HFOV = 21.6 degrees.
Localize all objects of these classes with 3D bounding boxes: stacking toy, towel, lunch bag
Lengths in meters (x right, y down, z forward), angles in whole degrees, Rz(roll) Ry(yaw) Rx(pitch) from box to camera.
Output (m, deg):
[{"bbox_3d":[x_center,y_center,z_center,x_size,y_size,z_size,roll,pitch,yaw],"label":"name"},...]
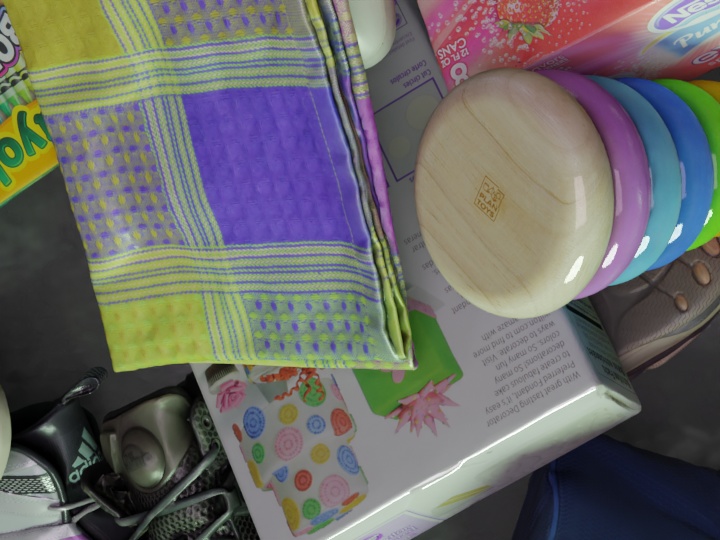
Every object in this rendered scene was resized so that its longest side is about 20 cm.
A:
[{"bbox_3d":[0.118,-0.037,0.694,0.085,0.200,0.086,13,107,48],"label":"stacking toy"},{"bbox_3d":[-0.060,-0.052,0.677,0.143,0.023,0.200,0,115,31],"label":"towel"},{"bbox_3d":[0.120,0.158,0.748,0.132,0.200,0.136,15,109,2],"label":"lunch bag"}]

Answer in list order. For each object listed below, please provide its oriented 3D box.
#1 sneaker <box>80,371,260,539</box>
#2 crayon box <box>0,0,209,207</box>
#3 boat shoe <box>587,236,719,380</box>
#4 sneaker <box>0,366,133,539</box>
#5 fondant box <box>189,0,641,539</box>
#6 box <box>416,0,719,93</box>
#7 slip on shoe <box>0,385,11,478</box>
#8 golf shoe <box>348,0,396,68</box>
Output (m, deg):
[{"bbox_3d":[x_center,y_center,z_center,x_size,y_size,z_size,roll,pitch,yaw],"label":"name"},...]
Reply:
[{"bbox_3d":[-0.060,0.121,0.753,0.076,0.200,0.114,-31,133,25],"label":"sneaker"},{"bbox_3d":[-0.139,-0.100,0.751,0.200,0.058,0.119,-29,98,39],"label":"crayon box"},{"bbox_3d":[0.068,0.041,0.782,0.200,0.073,0.075,-25,66,12],"label":"boat shoe"},{"bbox_3d":[-0.117,0.110,0.833,0.200,0.078,0.140,16,108,3],"label":"sneaker"},{"bbox_3d":[0.000,0.000,0.747,0.144,0.058,0.200,-31,65,15],"label":"fondant box"},{"bbox_3d":[0.121,-0.135,0.684,0.200,0.095,0.103,-25,73,28],"label":"box"},{"bbox_3d":[-0.237,0.086,0.819,0.200,0.061,0.076,-12,79,34],"label":"slip on shoe"},{"bbox_3d":[-0.012,-0.171,0.670,0.092,0.073,0.200,-13,93,12],"label":"golf shoe"}]
